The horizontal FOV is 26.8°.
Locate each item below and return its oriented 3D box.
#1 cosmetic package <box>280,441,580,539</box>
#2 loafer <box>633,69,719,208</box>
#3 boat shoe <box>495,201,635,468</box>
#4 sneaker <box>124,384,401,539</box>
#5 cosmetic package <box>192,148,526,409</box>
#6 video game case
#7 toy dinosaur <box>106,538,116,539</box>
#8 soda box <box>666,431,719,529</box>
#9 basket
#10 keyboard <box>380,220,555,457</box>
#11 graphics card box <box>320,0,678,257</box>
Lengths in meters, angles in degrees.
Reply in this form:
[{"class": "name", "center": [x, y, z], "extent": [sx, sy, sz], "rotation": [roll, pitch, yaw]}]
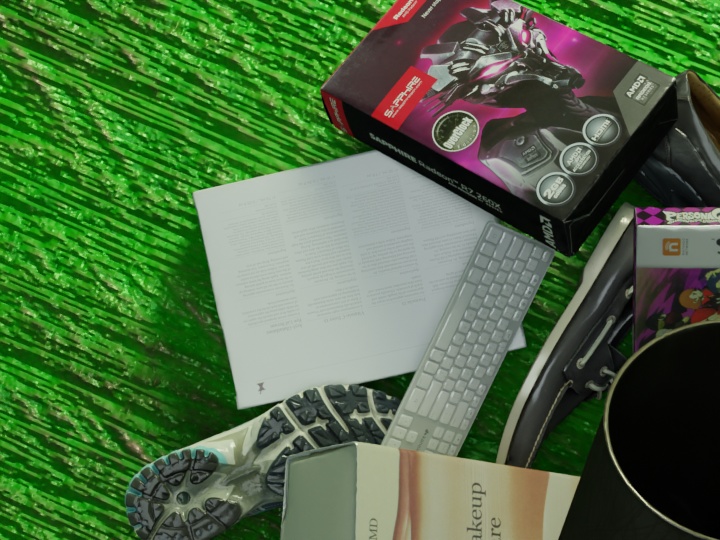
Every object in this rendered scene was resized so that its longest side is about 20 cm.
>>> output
[{"class": "cosmetic package", "center": [0.057, 0.171, 0.935], "extent": [0.200, 0.087, 0.104], "rotation": [11, 71, -30]}, {"class": "loafer", "center": [0.259, -0.047, 0.975], "extent": [0.200, 0.073, 0.072], "rotation": [37, 133, 4]}, {"class": "boat shoe", "center": [0.153, 0.055, 0.996], "extent": [0.063, 0.073, 0.200], "rotation": [28, 87, 9]}, {"class": "sneaker", "center": [-0.061, 0.125, 1.013], "extent": [0.199, 0.086, 0.078], "rotation": [-15, 90, -9]}, {"class": "cosmetic package", "center": [0.000, 0.000, 1.024], "extent": [0.199, 0.052, 0.151], "rotation": [-12, 86, 5]}, {"class": "video game case", "center": [0.263, 0.056, 0.960], "extent": [0.181, 0.036, 0.201], "rotation": [0, 114, 8]}, {"class": "toy dinosaur", "center": [-0.116, 0.213, 0.985], "extent": [0.106, 0.200, 0.061], "rotation": [22, 52, -30]}, {"class": "soda box", "center": [0.247, 0.130, 0.915], "extent": [0.200, 0.068, 0.064], "rotation": [30, 131, 7]}, {"class": "basket", "center": [0.176, 0.150, 0.828], "extent": [0.136, 0.180, 0.200], "rotation": [39, 136, 24]}, {"class": "keyboard", "center": [0.061, 0.067, 0.975], "extent": [0.056, 0.011, 0.200], "rotation": [21, 98, -33]}, {"class": "graphics card box", "center": [0.087, -0.107, 0.971], "extent": [0.200, 0.051, 0.126], "rotation": [33, 72, 26]}]
